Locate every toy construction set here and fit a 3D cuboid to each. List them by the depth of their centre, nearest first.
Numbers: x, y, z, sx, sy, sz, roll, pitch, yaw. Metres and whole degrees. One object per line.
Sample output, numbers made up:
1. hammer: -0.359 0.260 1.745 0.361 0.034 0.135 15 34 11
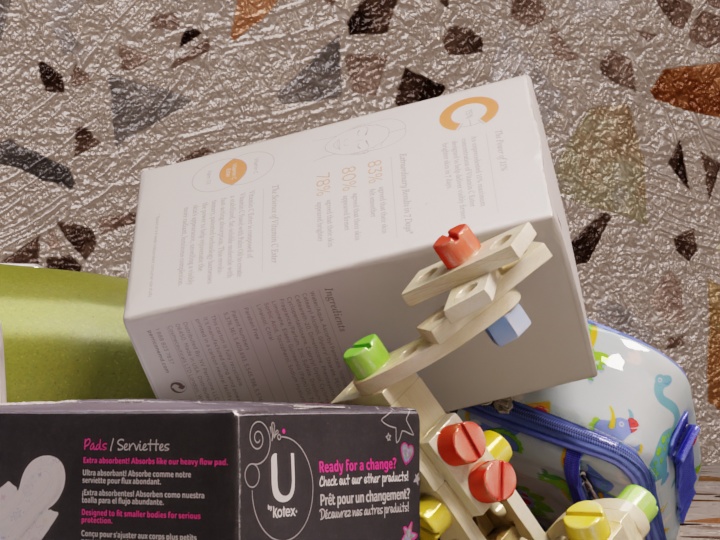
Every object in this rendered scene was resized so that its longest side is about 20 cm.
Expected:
1. toy construction set: 0.057 0.082 0.816 0.092 0.201 0.131 -26 5 -35

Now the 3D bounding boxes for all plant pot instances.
1. plant pot: -0.111 0.085 1.041 0.199 0.188 0.187 -3 -4 8

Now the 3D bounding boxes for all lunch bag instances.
1. lunch bag: 0.101 0.087 1.021 0.160 0.083 0.200 20 -20 19

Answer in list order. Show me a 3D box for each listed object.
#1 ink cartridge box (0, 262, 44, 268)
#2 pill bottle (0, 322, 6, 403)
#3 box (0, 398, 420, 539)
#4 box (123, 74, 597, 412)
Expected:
1. ink cartridge box: -0.276 0.092 1.202 0.146 0.201 0.083 1 -4 -22
2. pill bottle: -0.266 0.076 0.893 0.199 0.114 0.113 -2 -3 -9
3. box: -0.090 0.109 0.784 0.199 0.115 0.132 -2 -4 34
4. box: 0.000 0.000 0.911 0.199 0.098 0.125 -14 35 8
